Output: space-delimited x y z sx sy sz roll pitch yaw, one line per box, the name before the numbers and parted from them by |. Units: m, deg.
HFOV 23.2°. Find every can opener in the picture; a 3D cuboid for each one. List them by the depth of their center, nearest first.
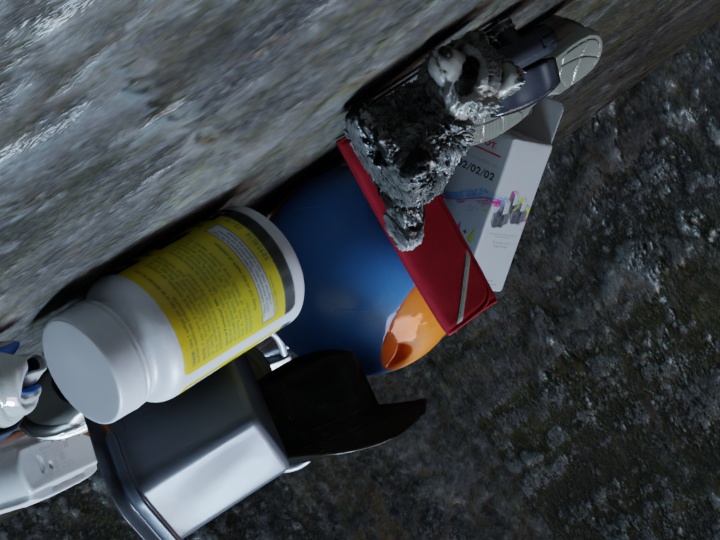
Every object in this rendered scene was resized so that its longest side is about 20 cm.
can opener | 0.084 -0.157 1.490 0.200 0.079 0.063 -24 -179 -20

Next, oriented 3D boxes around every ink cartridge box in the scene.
ink cartridge box | 0.113 -0.092 1.746 0.068 0.115 0.200 4 109 -48

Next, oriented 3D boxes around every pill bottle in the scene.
pill bottle | -0.151 0.036 1.426 0.200 0.114 0.114 -32 176 -37

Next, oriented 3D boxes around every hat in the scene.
hat | -0.043 0.118 1.588 0.201 0.081 0.201 -15 -175 1

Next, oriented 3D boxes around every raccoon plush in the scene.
raccoon plush | 0.064 -0.115 1.444 0.134 0.097 0.200 -36 164 -13

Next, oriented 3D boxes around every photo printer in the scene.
photo printer | -0.375 0.205 1.695 0.200 0.069 0.166 -18 180 18

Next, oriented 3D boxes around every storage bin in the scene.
storage bin | -0.156 0.121 1.502 0.134 0.200 0.146 -29 134 2

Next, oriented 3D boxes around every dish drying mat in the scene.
dish drying mat | 0.053 -0.044 1.575 0.077 0.200 0.018 -32 -174 -37

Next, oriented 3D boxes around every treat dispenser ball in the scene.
treat dispenser ball | 0.000 0.000 1.663 0.201 0.201 0.201 -35 177 -2

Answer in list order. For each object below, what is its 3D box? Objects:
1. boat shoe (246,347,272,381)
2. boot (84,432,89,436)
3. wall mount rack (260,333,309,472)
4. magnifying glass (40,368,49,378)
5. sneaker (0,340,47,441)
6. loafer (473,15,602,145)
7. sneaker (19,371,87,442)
boat shoe | -0.174 0.102 1.691 0.200 0.073 0.063 0 -149 34
boot | -0.202 0.160 1.712 0.188 0.200 0.069 -10 113 -69
wall mount rack | -0.072 0.105 1.787 0.174 0.200 0.075 -22 -141 -7
magnifying glass | -0.314 0.108 1.681 0.080 0.022 0.200 -36 178 20
sneaker | -0.303 0.118 1.350 0.146 0.081 0.200 -30 170 -17
loafer | 0.139 -0.183 1.674 0.200 0.063 0.072 -31 141 -22
sneaker | -0.238 0.079 1.621 0.200 0.074 0.079 -38 148 -10
